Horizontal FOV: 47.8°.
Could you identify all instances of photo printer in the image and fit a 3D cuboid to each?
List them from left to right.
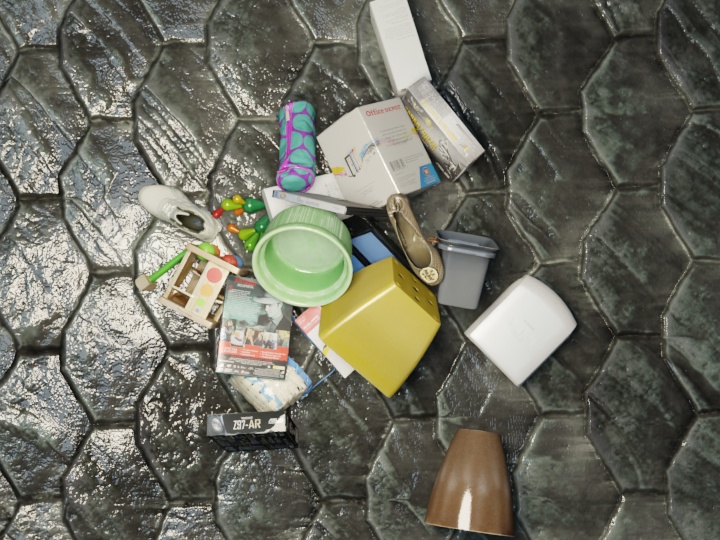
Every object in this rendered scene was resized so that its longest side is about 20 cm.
[{"bbox_3d":[0.349,0.122,1.739,0.200,0.069,0.166,-45,88,1],"label":"photo printer"}]

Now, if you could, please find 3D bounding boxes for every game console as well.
[{"bbox_3d":[0.000,0.000,1.704,0.200,0.176,0.117,45,60,-19],"label":"game console"}]

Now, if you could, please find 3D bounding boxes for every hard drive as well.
[{"bbox_3d":[-0.099,-0.131,1.738,0.199,0.026,0.132,-17,88,-25],"label":"hard drive"}]

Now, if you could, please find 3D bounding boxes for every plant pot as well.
[{"bbox_3d":[0.051,0.094,1.640,0.176,0.200,0.200,-42,108,17],"label":"plant pot"},{"bbox_3d":[0.236,0.438,1.697,0.186,0.187,0.201,7,74,2],"label":"plant pot"}]

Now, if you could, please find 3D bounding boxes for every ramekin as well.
[{"bbox_3d":[-0.109,-0.033,1.624,0.199,0.098,0.201,4,129,5],"label":"ramekin"}]

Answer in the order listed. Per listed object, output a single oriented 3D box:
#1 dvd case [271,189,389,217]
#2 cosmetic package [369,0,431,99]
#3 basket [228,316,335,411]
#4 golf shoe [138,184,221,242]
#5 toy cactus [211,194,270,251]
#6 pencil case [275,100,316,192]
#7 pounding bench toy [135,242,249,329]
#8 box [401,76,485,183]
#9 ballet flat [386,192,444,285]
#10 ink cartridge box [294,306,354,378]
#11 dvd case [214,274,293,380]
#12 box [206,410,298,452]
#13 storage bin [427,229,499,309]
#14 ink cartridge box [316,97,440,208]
[{"bbox_3d":[-0.058,-0.133,1.617,0.200,0.142,0.018,16,101,38],"label":"dvd case"},{"bbox_3d":[0.085,-0.475,1.740,0.081,0.113,0.201,-19,90,1],"label":"cosmetic package"},{"bbox_3d":[-0.171,0.202,1.731,0.176,0.139,0.200,46,63,4],"label":"basket"},{"bbox_3d":[-0.397,-0.131,1.756,0.199,0.097,0.079,26,92,4],"label":"golf shoe"},{"bbox_3d":[-0.205,-0.117,1.759,0.200,0.102,0.165,33,80,11],"label":"toy cactus"},{"bbox_3d":[-0.137,-0.262,1.714,0.085,0.092,0.201,-19,54,23],"label":"pencil case"},{"bbox_3d":[-0.361,0.008,1.737,0.199,0.124,0.156,27,90,2],"label":"pounding bench toy"},{"bbox_3d":[0.164,-0.291,1.708,0.048,0.158,0.200,-38,89,-10],"label":"box"},{"bbox_3d":[0.103,-0.057,1.591,0.067,0.046,0.201,-20,102,27],"label":"ballet flat"},{"bbox_3d":[-0.042,0.155,1.726,0.067,0.116,0.200,-42,87,6],"label":"ink cartridge box"},{"bbox_3d":[-0.213,0.116,1.652,0.145,0.022,0.201,8,76,-16],"label":"dvd case"},{"bbox_3d":[-0.219,0.336,1.688,0.160,0.200,0.044,-4,68,2],"label":"box"},{"bbox_3d":[0.200,-0.004,1.692,0.145,0.200,0.135,10,98,2],"label":"storage bin"},{"bbox_3d":[0.036,-0.232,1.693,0.144,0.147,0.201,-27,87,44],"label":"ink cartridge box"}]
